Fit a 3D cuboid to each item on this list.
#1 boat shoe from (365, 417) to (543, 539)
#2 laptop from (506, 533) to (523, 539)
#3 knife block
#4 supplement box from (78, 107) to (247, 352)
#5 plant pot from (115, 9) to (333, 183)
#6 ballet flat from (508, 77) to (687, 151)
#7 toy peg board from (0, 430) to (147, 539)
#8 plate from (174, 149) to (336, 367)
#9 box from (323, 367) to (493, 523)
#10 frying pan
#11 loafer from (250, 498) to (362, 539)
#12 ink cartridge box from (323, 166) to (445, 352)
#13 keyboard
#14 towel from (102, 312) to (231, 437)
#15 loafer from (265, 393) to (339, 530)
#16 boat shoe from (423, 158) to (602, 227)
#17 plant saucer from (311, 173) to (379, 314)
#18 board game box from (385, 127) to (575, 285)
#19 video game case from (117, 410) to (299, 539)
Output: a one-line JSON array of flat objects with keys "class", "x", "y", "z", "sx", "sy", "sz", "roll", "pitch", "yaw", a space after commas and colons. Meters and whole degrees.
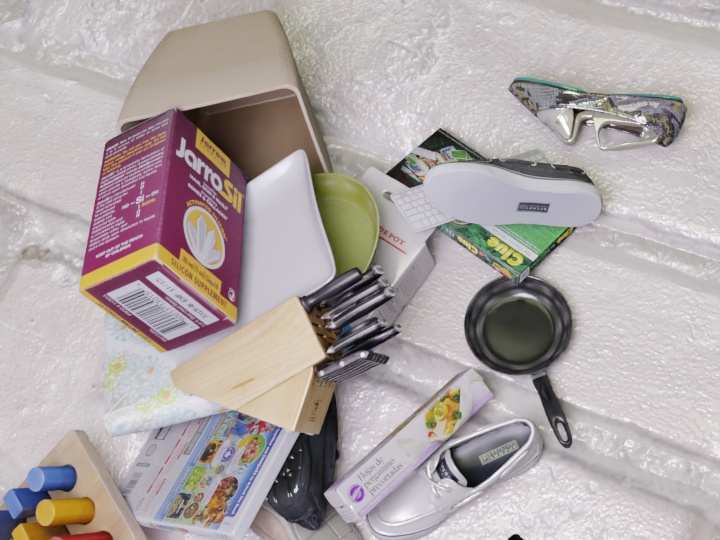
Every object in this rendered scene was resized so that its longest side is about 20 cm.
[{"class": "boat shoe", "x": 0.089, "y": 0.202, "z": 1.156, "sx": 0.199, "sy": 0.065, "sz": 0.074, "roll": -33, "pitch": 64, "yaw": -2}, {"class": "laptop", "x": 0.136, "y": 0.395, "z": 1.094, "sx": 0.200, "sy": 0.116, "sz": 0.187, "roll": -30, "pitch": 61, "yaw": -33}, {"class": "knife block", "x": -0.066, "y": 0.061, "z": 1.117, "sx": 0.199, "sy": 0.064, "sz": 0.177, "roll": 16, "pitch": 86, "yaw": 23}, {"class": "supplement box", "x": -0.195, "y": -0.040, "z": 1.175, "sx": 0.103, "sy": 0.131, "sz": 0.201, "roll": -22, "pitch": 48, "yaw": 25}, {"class": "plant pot", "x": -0.144, "y": -0.179, "z": 1.312, "sx": 0.198, "sy": 0.200, "sz": 0.178, "roll": -11, "pitch": 51, "yaw": 8}, {"class": "ballet flat", "x": 0.256, "y": -0.169, "z": 1.278, "sx": 0.199, "sy": 0.072, "sz": 0.072, "roll": 11, "pitch": 70, "yaw": 19}, {"class": "toy peg board", "x": -0.326, "y": 0.299, "z": 1.158, "sx": 0.200, "sy": 0.098, "sz": 0.199, "roll": -46, "pitch": 63, "yaw": 16}, {"class": "plate", "x": -0.115, "y": -0.008, "z": 1.205, "sx": 0.199, "sy": 0.032, "sz": 0.201, "roll": -32, "pitch": 44, "yaw": 17}, {"class": "box", "x": 0.051, "y": 0.172, "z": 1.152, "sx": 0.200, "sy": 0.041, "sz": 0.039, "roll": -38, "pitch": 89, "yaw": -26}, {"class": "frying pan", "x": 0.190, "y": 0.084, "z": 1.201, "sx": 0.115, "sy": 0.031, "sz": 0.190, "roll": -40, "pitch": 66, "yaw": -8}, {"class": "loafer", "x": -0.072, "y": 0.260, "z": 1.180, "sx": 0.200, "sy": 0.063, "sz": 0.072, "roll": 38, "pitch": 38, "yaw": 23}, {"class": "ink cartridge box", "x": 0.000, "y": 0.000, "z": 1.262, "sx": 0.116, "sy": 0.068, "sz": 0.200, "roll": 33, "pitch": 79, "yaw": 24}, {"class": "keyboard", "x": 0.129, "y": -0.088, "z": 1.253, "sx": 0.199, "sy": 0.011, "sz": 0.056, "roll": -19, "pitch": 52, "yaw": -25}, {"class": "towel", "x": -0.193, "y": 0.083, "z": 1.253, "sx": 0.170, "sy": 0.048, "sz": 0.201, "roll": -16, "pitch": 43, "yaw": 3}, {"class": "loafer", "x": -0.055, "y": 0.176, "z": 1.189, "sx": 0.068, "sy": 0.071, "sz": 0.201, "roll": -21, "pitch": 36, "yaw": 22}, {"class": "boat shoe", "x": 0.158, "y": -0.088, "z": 1.220, "sx": 0.199, "sy": 0.069, "sz": 0.057, "roll": 7, "pitch": 42, "yaw": -16}, {"class": "plant saucer", "x": -0.061, "y": -0.013, "z": 1.223, "sx": 0.199, "sy": 0.031, "sz": 0.201, "roll": -18, "pitch": 51, "yaw": 23}, {"class": "board game box", "x": 0.129, "y": -0.074, "z": 1.275, "sx": 0.200, "sy": 0.024, "sz": 0.105, "roll": 38, "pitch": 62, "yaw": 25}, {"class": "video game case", "x": -0.161, "y": 0.201, "z": 1.176, "sx": 0.199, "sy": 0.018, "sz": 0.144, "roll": -3, "pitch": 46, "yaw": 41}]
